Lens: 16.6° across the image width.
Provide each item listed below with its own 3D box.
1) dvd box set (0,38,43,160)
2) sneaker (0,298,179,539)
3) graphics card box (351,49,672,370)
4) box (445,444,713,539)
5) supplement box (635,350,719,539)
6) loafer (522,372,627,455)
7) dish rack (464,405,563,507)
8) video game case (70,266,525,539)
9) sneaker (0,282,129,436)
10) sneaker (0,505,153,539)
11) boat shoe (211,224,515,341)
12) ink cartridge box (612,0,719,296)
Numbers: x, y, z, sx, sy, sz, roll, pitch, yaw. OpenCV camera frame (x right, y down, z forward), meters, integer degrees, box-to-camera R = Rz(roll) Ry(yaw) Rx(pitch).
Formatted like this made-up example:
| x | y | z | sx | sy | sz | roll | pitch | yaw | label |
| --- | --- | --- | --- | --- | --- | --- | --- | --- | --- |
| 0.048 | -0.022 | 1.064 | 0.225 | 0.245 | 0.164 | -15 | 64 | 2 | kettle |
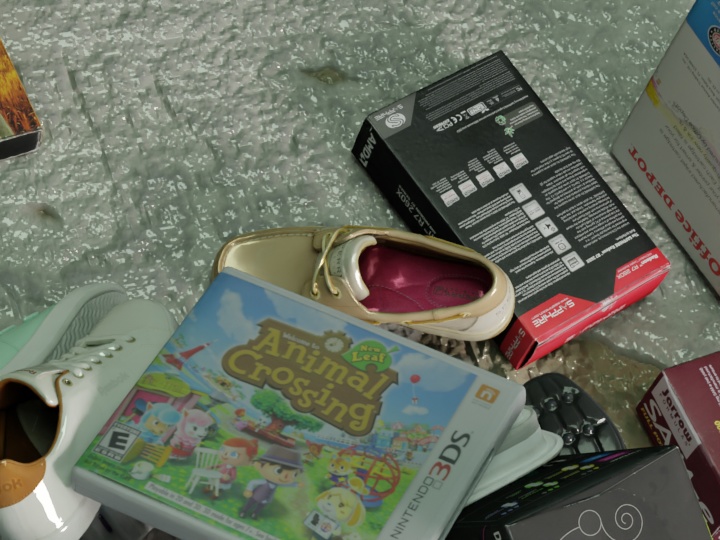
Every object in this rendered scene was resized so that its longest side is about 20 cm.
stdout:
| x | y | z | sx | sy | sz | roll | pitch | yaw | label |
| --- | --- | --- | --- | --- | --- | --- | --- | --- | --- |
| -0.314 | -0.149 | 1.636 | 0.146 | 0.029 | 0.200 | -17 | 67 | -23 | dvd box set |
| -0.162 | 0.069 | 1.422 | 0.073 | 0.085 | 0.200 | -9 | 36 | 27 | sneaker |
| 0.101 | -0.043 | 1.674 | 0.125 | 0.051 | 0.200 | -29 | 73 | -27 | graphics card box |
| 0.111 | 0.193 | 1.428 | 0.124 | 0.200 | 0.149 | -22 | 93 | -25 | box |
| 0.297 | 0.096 | 1.640 | 0.200 | 0.061 | 0.109 | -15 | 65 | -23 | supplement box |
| 0.152 | 0.160 | 1.558 | 0.068 | 0.070 | 0.201 | -24 | 73 | -8 | loafer |
| 0.006 | 0.108 | 1.481 | 0.171 | 0.200 | 0.044 | -26 | 106 | -24 | dish rack |
| -0.033 | 0.094 | 1.392 | 0.200 | 0.022 | 0.182 | 22 | 49 | 16 | video game case |
| -0.224 | 0.060 | 1.514 | 0.118 | 0.074 | 0.200 | -1 | 21 | 26 | sneaker |
| -0.167 | 0.136 | 1.488 | 0.200 | 0.081 | 0.088 | -34 | 29 | -10 | sneaker |
| 0.000 | 0.000 | 1.588 | 0.200 | 0.069 | 0.074 | 4 | 73 | 6 | boat shoe |
| 0.293 | -0.106 | 1.674 | 0.144 | 0.200 | 0.147 | -23 | 68 | -28 | ink cartridge box |
